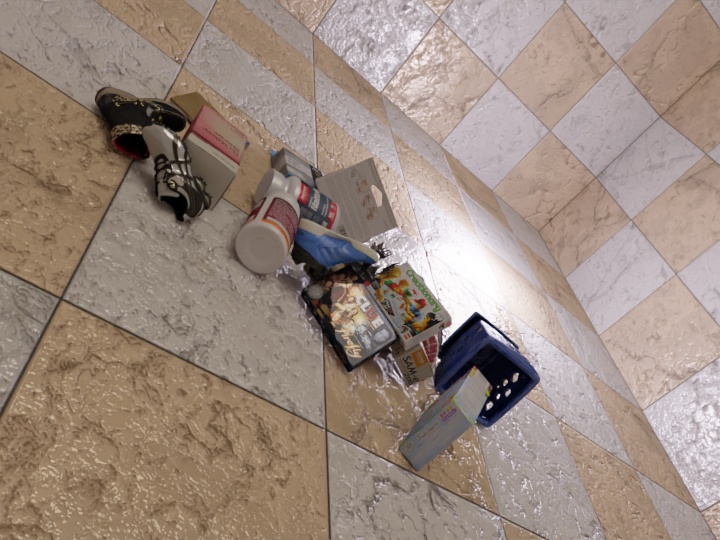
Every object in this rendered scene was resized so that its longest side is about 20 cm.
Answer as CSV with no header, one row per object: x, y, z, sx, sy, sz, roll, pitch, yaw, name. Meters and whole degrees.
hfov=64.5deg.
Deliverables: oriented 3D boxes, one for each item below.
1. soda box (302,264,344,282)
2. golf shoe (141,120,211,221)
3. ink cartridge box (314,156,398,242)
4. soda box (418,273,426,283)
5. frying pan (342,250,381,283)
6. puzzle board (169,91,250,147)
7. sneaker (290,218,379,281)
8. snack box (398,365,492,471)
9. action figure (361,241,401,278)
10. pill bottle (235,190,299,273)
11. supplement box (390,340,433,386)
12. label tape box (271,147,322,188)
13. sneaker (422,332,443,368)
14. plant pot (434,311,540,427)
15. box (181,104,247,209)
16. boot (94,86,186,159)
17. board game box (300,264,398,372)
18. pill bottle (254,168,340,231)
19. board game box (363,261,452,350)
-0.047,0.045,1.344,0.202,0.064,0.067,54,26,13,soda box
-0.372,-0.192,1.116,0.203,0.076,0.095,59,35,-20,golf shoe
-0.012,-0.177,1.537,0.045,0.171,0.206,157,-89,-82,ink cartridge box
0.164,0.093,1.607,0.070,0.063,0.203,26,31,-33,soda box
0.008,0.014,1.371,0.031,0.187,0.117,-45,113,-31,frying pan
-0.390,-0.383,1.491,0.200,0.017,0.151,44,24,-7,puzzle board
-0.060,-0.025,1.257,0.195,0.115,0.077,22,0,-18,sneaker
0.182,0.305,1.196,0.068,0.169,0.199,45,24,8,snack box
0.049,-0.015,1.544,0.121,0.101,0.199,58,24,1,action figure
-0.195,-0.091,1.249,0.113,0.114,0.202,38,26,-15,pill bottle
0.100,0.150,1.354,0.128,0.071,0.203,63,6,-45,supplement box
-0.175,-0.274,1.613,0.141,0.066,0.204,28,32,-34,label tape box
0.175,0.189,1.431,0.076,0.078,0.204,59,38,-38,sneaker
0.313,0.242,1.476,0.198,0.201,0.181,37,20,-15,plant pot
-0.339,-0.256,1.271,0.126,0.109,0.203,33,27,-24,box
-0.448,-0.300,1.204,0.196,0.073,0.153,11,41,-46,boot
-0.024,0.100,1.246,0.133,0.035,0.203,-26,72,-28,board game box
-0.157,-0.159,1.406,0.197,0.120,0.122,29,29,-31,pill bottle
0.105,0.076,1.302,0.201,0.123,0.035,53,-18,40,board game box
